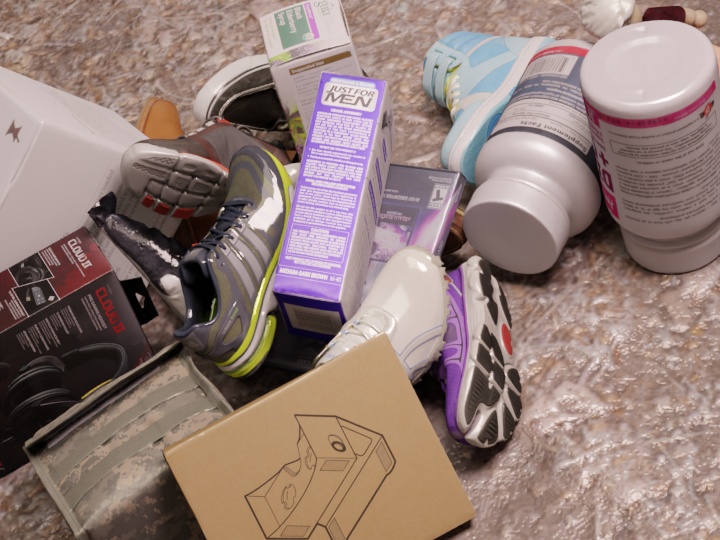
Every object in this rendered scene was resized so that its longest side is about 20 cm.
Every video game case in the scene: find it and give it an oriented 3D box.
[{"bbox_3d":[0.000,0.000,1.679,0.142,0.019,0.201,9,71,34],"label":"video game case"}]

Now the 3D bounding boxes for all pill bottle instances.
[{"bbox_3d":[0.169,-0.098,1.720,0.119,0.120,0.201,9,51,28],"label":"pill bottle"},{"bbox_3d":[0.254,-0.100,1.629,0.113,0.201,0.114,-10,43,10],"label":"pill bottle"}]

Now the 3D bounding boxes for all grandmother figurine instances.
[{"bbox_3d":[0.284,-0.192,1.735,0.199,0.061,0.122,29,38,-14],"label":"grandmother figurine"}]

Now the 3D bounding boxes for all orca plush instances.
[{"bbox_3d":[-0.147,0.000,1.693,0.071,0.105,0.200,-44,86,-8],"label":"orca plush"}]

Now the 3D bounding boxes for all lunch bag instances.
[{"bbox_3d":[-0.183,0.149,1.605,0.164,0.118,0.200,-34,37,-9],"label":"lunch bag"}]

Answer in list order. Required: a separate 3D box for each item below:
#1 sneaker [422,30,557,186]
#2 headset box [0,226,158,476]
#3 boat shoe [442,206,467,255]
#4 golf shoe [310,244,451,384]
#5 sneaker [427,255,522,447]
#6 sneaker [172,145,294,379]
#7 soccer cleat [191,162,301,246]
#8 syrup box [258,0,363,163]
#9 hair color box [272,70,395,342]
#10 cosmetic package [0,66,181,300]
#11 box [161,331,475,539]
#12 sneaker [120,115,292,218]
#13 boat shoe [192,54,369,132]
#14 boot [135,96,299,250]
[{"bbox_3d":[0.097,-0.156,1.838,0.130,0.080,0.200,13,43,29],"label":"sneaker"},{"bbox_3d":[-0.273,0.068,1.693,0.199,0.149,0.077,-29,44,-10],"label":"headset box"},{"bbox_3d":[0.006,-0.019,1.741,0.199,0.072,0.068,-6,52,26],"label":"boat shoe"},{"bbox_3d":[0.007,0.070,1.567,0.078,0.097,0.201,20,88,31],"label":"golf shoe"},{"bbox_3d":[0.084,0.078,1.623,0.083,0.081,0.201,-25,33,20],"label":"sneaker"},{"bbox_3d":[-0.107,-0.015,1.625,0.074,0.081,0.201,-14,63,42],"label":"sneaker"},{"bbox_3d":[-0.098,-0.019,1.730,0.200,0.069,0.078,-43,54,32],"label":"soccer cleat"},{"bbox_3d":[-0.028,-0.146,1.780,0.081,0.201,0.079,-18,43,2],"label":"syrup box"},{"bbox_3d":[-0.020,-0.052,1.628,0.064,0.109,0.201,10,71,9],"label":"hair color box"},{"bbox_3d":[-0.290,-0.071,1.763,0.165,0.199,0.166,37,101,42],"label":"cosmetic package"},{"bbox_3d":[-0.032,0.166,1.514,0.199,0.164,0.021,-27,5,-8],"label":"box"},{"bbox_3d":[-0.139,-0.098,1.739,0.077,0.199,0.082,-40,58,33],"label":"sneaker"},{"bbox_3d":[-0.069,-0.170,1.880,0.199,0.071,0.064,-19,48,-36],"label":"boat shoe"},{"bbox_3d":[-0.135,-0.100,1.872,0.154,0.074,0.201,-14,54,7],"label":"boot"}]
